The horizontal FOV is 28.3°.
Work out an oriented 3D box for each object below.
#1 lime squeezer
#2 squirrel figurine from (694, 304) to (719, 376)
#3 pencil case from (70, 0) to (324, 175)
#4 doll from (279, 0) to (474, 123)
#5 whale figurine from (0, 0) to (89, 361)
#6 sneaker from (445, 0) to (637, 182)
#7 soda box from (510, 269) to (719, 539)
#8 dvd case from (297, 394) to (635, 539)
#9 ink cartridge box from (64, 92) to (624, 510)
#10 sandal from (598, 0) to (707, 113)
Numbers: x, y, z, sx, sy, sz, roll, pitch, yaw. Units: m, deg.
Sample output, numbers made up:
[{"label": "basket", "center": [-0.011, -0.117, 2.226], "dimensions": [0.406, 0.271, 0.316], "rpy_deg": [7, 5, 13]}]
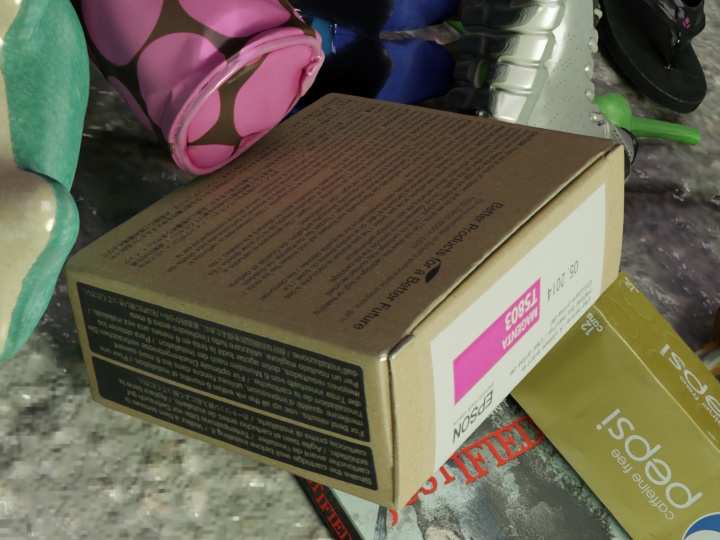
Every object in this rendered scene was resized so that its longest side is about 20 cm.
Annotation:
[{"label": "lime squeezer", "center": [0.127, -0.112, 0.867], "dimensions": [0.198, 0.038, 0.071], "rpy_deg": [25, 47, -11]}, {"label": "squirrel figurine", "center": [0.254, 0.062, 0.731], "dimensions": [0.140, 0.186, 0.203], "rpy_deg": [-7, 92, -27]}, {"label": "pencil case", "center": [-0.095, -0.139, 0.647], "dimensions": [0.093, 0.091, 0.201], "rpy_deg": [-21, 64, -32]}, {"label": "doll", "center": [-0.009, -0.129, 0.753], "dimensions": [0.048, 0.139, 0.199], "rpy_deg": [11, 17, 40]}, {"label": "whale figurine", "center": [-0.149, -0.053, 0.582], "dimensions": [0.103, 0.160, 0.200], "rpy_deg": [5, 34, -40]}, {"label": "sneaker", "center": [0.113, -0.109, 0.789], "dimensions": [0.114, 0.203, 0.075], "rpy_deg": [17, 4, -31]}, {"label": "soda box", "center": [0.160, 0.100, 0.682], "dimensions": [0.200, 0.064, 0.068], "rpy_deg": [49, 26, 7]}, {"label": "dvd case", "center": [0.046, 0.098, 0.667], "dimensions": [0.145, 0.022, 0.201], "rpy_deg": [-19, 66, -39]}, {"label": "ink cartridge box", "center": [0.000, 0.000, 0.621], "dimensions": [0.163, 0.076, 0.200], "rpy_deg": [15, 35, 31]}, {"label": "sandal", "center": [0.195, -0.191, 0.960], "dimensions": [0.074, 0.048, 0.203], "rpy_deg": [13, 50, -21]}]
